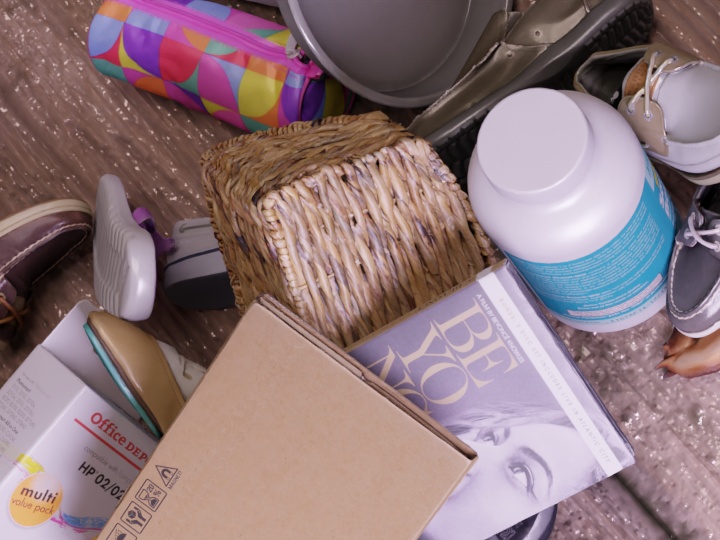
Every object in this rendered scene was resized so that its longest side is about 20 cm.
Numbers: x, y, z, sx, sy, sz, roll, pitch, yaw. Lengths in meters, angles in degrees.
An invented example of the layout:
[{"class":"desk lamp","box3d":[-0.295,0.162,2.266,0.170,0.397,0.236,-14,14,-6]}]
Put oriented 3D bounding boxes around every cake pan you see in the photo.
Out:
[{"class":"cake pan","box3d":[0.018,-0.208,1.717,0.037,0.200,0.201,-3,64,53]}]

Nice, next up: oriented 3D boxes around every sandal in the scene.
[{"class":"sandal","box3d":[-0.151,-0.008,1.724,0.050,0.203,0.083,5,108,-14]}]

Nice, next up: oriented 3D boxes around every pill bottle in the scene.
[{"class":"pill bottle","box3d":[0.134,-0.042,1.590,0.111,0.200,0.111,-7,68,17]}]

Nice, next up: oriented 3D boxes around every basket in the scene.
[{"class":"basket","box3d":[0.000,0.000,1.637,0.143,0.200,0.149,-22,19,-16]}]

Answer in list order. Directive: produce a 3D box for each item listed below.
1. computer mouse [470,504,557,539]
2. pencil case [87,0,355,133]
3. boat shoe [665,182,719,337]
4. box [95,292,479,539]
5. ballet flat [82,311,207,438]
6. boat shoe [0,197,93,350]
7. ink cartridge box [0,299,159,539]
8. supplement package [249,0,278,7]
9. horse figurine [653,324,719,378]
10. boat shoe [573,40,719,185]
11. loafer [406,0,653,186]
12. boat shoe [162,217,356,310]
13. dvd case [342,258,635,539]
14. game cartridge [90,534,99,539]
[{"class":"computer mouse","box3d":[0.049,0.177,1.623,0.200,0.053,0.139,-39,63,16]},{"class":"pencil case","box3d":[-0.096,-0.149,1.785,0.200,0.088,0.088,20,77,26]},{"class":"boat shoe","box3d":[0.240,-0.056,1.590,0.067,0.057,0.200,27,84,50]},{"class":"box","box3d":[-0.048,0.138,1.536,0.163,0.021,0.200,36,112,5]},{"class":"ballet flat","box3d":[-0.109,0.100,1.660,0.063,0.069,0.200,-30,106,-6]},{"class":"boat shoe","box3d":[-0.262,0.025,1.788,0.200,0.072,0.072,-34,69,9]},{"class":"ink cartridge box","box3d":[-0.201,0.133,1.685,0.200,0.115,0.068,-51,44,-4]},{"class":"supplement package","box3d":[-0.069,-0.314,1.770,0.147,0.191,0.200,15,74,36]},{"class":"horse figurine","box3d":[0.290,0.010,1.598,0.200,0.050,0.133,6,65,25]},{"class":"boat shoe","box3d":[0.195,-0.103,1.601,0.075,0.068,0.200,-61,20,-8]},{"class":"loafer","box3d":[0.106,-0.133,1.716,0.200,0.075,0.070,-37,56,-7]},{"class":"boat shoe","box3d":[-0.041,-0.034,1.731,0.202,0.075,0.086,-13,61,25]},{"class":"dvd case","box3d":[0.046,0.100,1.554,0.200,0.016,0.149,-30,103,20]},{"class":"game cartridge","box3d":[-0.051,0.209,1.582,0.200,0.032,0.176,-26,96,24]}]
